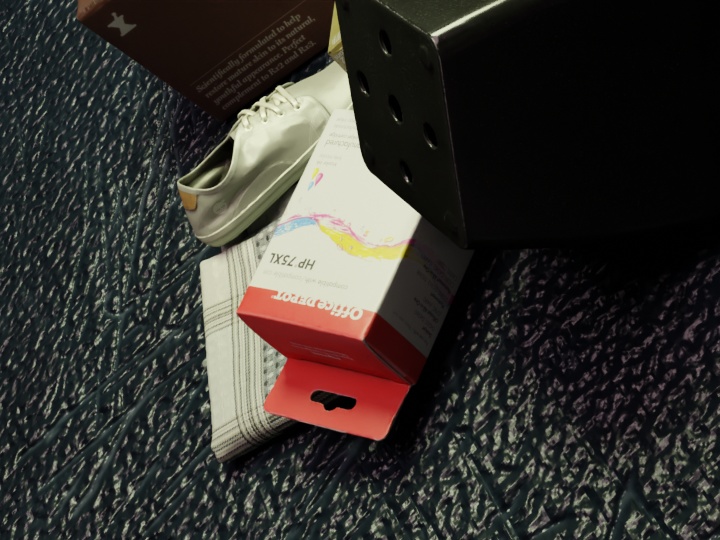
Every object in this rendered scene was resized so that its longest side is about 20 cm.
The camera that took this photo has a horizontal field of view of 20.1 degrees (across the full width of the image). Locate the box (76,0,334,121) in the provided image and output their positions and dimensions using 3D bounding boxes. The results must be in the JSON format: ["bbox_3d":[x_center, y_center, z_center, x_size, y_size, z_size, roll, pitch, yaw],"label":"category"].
[{"bbox_3d":[-0.112,-0.266,1.599,0.165,0.164,0.201,-32,44,27],"label":"box"}]

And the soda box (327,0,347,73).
[{"bbox_3d":[0.025,-0.184,1.416,0.064,0.068,0.201,-39,20,20],"label":"soda box"}]

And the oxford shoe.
[{"bbox_3d":[-0.058,-0.104,1.494,0.200,0.058,0.075,-45,23,-4],"label":"oxford shoe"}]

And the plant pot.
[{"bbox_3d":[0.096,-0.124,1.188,0.176,0.202,0.199,-22,34,-19],"label":"plant pot"}]

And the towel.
[{"bbox_3d":[-0.036,0.012,1.424,0.192,0.034,0.201,-31,44,30],"label":"towel"}]

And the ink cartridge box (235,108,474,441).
[{"bbox_3d":[0.000,0.000,1.327,0.115,0.067,0.201,9,67,40],"label":"ink cartridge box"}]
